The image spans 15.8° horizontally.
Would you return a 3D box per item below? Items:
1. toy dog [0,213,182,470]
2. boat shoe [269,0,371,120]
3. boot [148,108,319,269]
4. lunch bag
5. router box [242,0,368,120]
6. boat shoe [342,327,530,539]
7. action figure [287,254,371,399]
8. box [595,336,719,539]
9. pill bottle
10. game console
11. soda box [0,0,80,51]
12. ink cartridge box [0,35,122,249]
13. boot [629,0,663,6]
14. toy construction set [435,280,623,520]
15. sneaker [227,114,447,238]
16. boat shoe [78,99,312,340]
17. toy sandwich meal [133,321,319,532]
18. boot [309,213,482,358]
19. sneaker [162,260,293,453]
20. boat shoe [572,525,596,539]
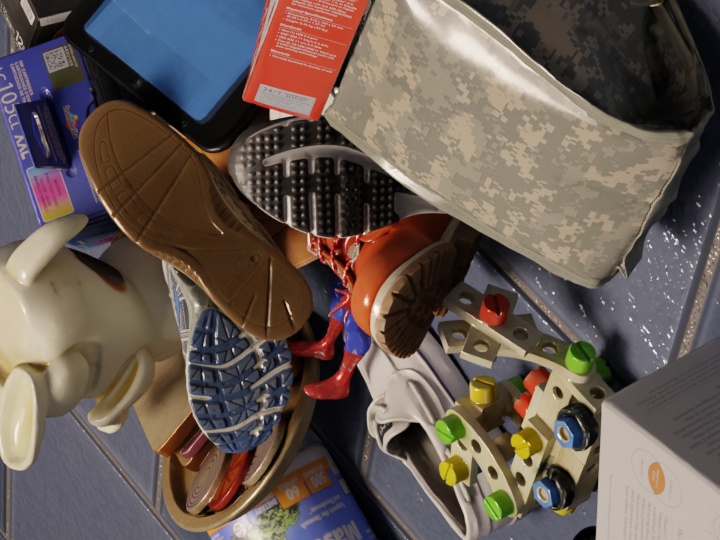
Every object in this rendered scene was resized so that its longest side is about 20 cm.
[{"bbox_3d":[-0.199,0.027,1.895,0.139,0.200,0.195,30,121,36],"label":"toy dog"},{"bbox_3d":[-0.011,-0.122,1.685,0.069,0.071,0.201,41,144,34],"label":"boat shoe"},{"bbox_3d":[-0.094,-0.060,1.884,0.155,0.074,0.200,60,158,-5],"label":"boot"},{"bbox_3d":[0.100,-0.099,1.458,0.200,0.118,0.164,40,146,10],"label":"lunch bag"},{"bbox_3d":[-0.009,-0.218,1.493,0.049,0.201,0.180,16,147,-7],"label":"router box"},{"bbox_3d":[0.038,0.103,1.796,0.200,0.066,0.072,54,151,19],"label":"boat shoe"},{"bbox_3d":[0.000,0.000,1.756,0.066,0.051,0.200,-108,35,-44],"label":"action figure"},{"bbox_3d":[0.234,0.150,1.468,0.200,0.097,0.125,39,143,39],"label":"box"},{"bbox_3d":[-0.029,0.243,1.980,0.200,0.112,0.112,60,152,6],"label":"pill bottle"},{"bbox_3d":[-0.112,-0.209,1.737,0.200,0.116,0.176,38,143,39],"label":"game console"},{"bbox_3d":[-0.257,-0.262,1.966,0.201,0.071,0.063,63,153,17],"label":"soda box"},{"bbox_3d":[-0.214,-0.096,1.945,0.200,0.076,0.137,65,-175,-85],"label":"ink cartridge box"},{"bbox_3d":[0.171,-0.173,1.244,0.073,0.150,0.200,62,152,2],"label":"boot"},{"bbox_3d":[0.104,0.084,1.654,0.131,0.092,0.200,48,159,28],"label":"toy construction set"},{"bbox_3d":[0.007,-0.063,1.580,0.080,0.199,0.074,30,116,59],"label":"sneaker"},{"bbox_3d":[-0.112,-0.032,1.753,0.200,0.073,0.063,49,-177,-3],"label":"boat shoe"},{"bbox_3d":[-0.108,0.096,1.941,0.070,0.206,0.205,28,167,-29],"label":"toy sandwich meal"},{"bbox_3d":[0.007,-0.006,1.610,0.107,0.200,0.075,25,103,5],"label":"boot"},{"bbox_3d":[-0.098,0.028,1.836,0.085,0.077,0.201,-144,44,-75],"label":"sneaker"},{"bbox_3d":[0.162,0.191,1.652,0.066,0.074,0.199,63,152,6],"label":"boat shoe"}]
